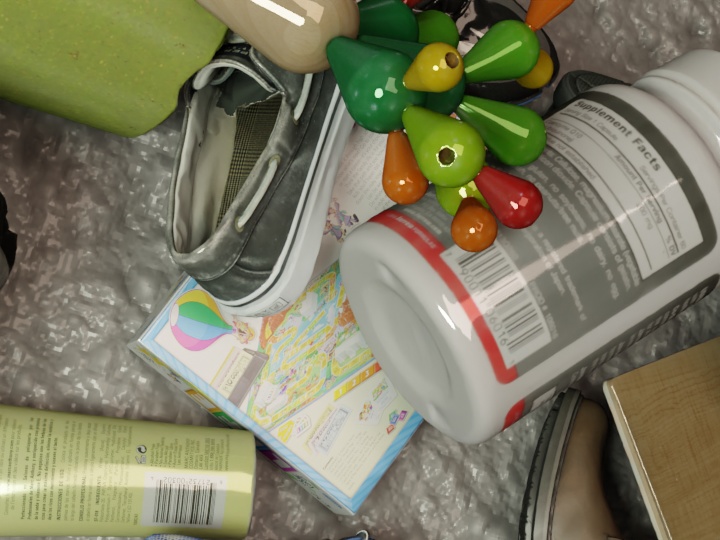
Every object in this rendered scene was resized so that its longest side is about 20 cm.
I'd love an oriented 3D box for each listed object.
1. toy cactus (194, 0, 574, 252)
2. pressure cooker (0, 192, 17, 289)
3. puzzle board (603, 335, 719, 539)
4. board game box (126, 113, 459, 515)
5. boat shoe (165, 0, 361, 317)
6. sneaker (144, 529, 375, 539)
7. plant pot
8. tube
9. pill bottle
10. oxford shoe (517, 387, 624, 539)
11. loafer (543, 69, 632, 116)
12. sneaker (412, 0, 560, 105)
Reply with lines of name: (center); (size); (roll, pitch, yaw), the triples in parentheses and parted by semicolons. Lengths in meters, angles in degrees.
toy cactus: (0.013, -0.094, 0.726); (0.165, 0.102, 0.200); (27, 31, -12)
pressure cooker: (-0.254, 0.020, 0.675); (0.176, 0.179, 0.200); (30, 70, -4)
puzzle board: (0.200, 0.108, 0.878); (0.200, 0.017, 0.151); (-14, 81, -50)
board game box: (0.000, 0.000, 0.847); (0.134, 0.034, 0.200); (40, 74, -10)
boat shoe: (-0.043, -0.080, 0.788); (0.071, 0.072, 0.200); (40, 49, -52)
sneaker: (-0.025, 0.163, 0.791); (0.200, 0.089, 0.079); (28, 114, -29)
plant pot: (-0.156, -0.152, 0.759); (0.190, 0.200, 0.200); (26, 72, -28)
tube: (-0.148, 0.090, 0.779); (0.200, 0.052, 0.058); (4, 36, -11)
pill bottle: (0.101, -0.016, 0.802); (0.200, 0.114, 0.114); (-31, 92, -18)
oxford shoe: (0.116, 0.154, 0.834); (0.084, 0.073, 0.200); (1, 69, 5)
loafer: (0.181, -0.047, 0.927); (0.200, 0.063, 0.072); (20, 33, -18)
sneaker: (0.022, -0.155, 0.865); (0.200, 0.083, 0.071); (44, 70, -12)
